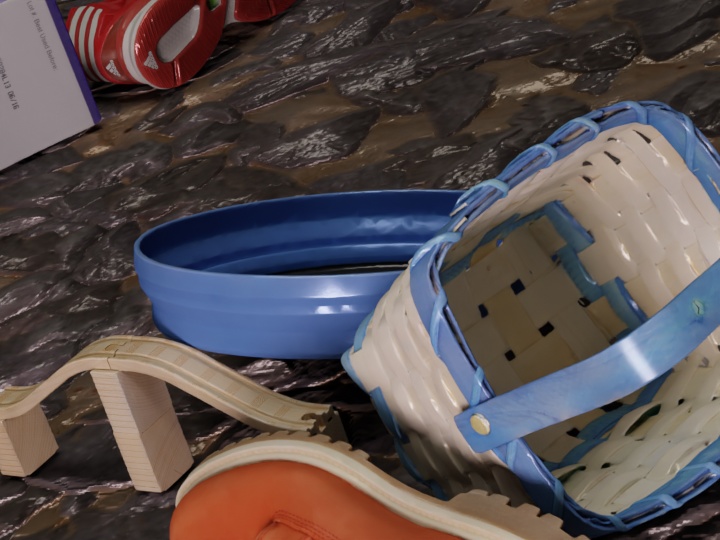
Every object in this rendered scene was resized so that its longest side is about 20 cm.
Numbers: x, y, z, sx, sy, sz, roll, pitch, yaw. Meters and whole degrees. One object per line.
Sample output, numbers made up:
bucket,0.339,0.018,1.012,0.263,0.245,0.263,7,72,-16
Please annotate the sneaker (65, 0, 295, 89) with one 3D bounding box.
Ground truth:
sneaker,-0.125,-0.188,1.569,0.115,0.078,0.200,3,30,38

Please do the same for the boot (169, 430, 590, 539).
boot,-0.016,0.120,0.826,0.200,0.075,0.107,9,41,46

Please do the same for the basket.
basket,0.102,0.011,0.857,0.176,0.139,0.200,-35,-2,-32

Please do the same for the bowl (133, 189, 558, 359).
bowl,0.000,0.000,1.043,0.200,0.039,0.201,-3,12,1

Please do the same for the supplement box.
supplement box,-0.262,-0.139,1.531,0.103,0.101,0.200,-27,24,-17

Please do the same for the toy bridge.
toy bridge,-0.095,0.061,1.012,0.200,0.067,0.027,1,31,38
